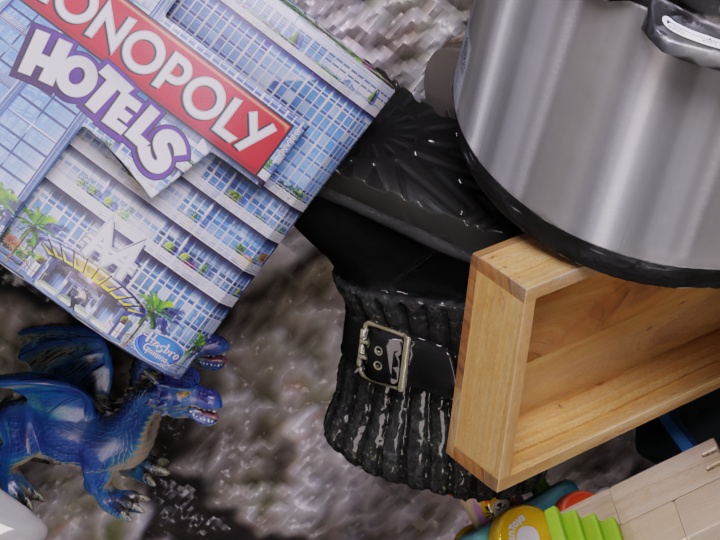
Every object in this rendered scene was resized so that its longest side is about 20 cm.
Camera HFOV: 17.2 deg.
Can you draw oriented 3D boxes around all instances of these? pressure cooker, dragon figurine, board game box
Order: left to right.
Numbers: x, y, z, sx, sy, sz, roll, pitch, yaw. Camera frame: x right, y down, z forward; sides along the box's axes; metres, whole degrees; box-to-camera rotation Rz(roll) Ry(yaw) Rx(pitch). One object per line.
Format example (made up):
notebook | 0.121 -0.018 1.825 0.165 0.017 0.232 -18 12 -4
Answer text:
dragon figurine | -0.149 0.063 1.155 0.199 0.059 0.100 6 121 20
board game box | -0.091 -0.090 0.937 0.200 0.062 0.200 36 95 -10
pressure cooker | 0.132 -0.114 0.910 0.178 0.176 0.200 -17 139 -29

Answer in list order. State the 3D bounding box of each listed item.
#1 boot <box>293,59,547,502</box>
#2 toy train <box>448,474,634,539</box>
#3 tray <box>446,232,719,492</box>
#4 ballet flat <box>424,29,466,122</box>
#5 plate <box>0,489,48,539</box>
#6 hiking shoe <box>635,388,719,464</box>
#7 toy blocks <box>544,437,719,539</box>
boot | -0.001 0.001 1.053 0.211 0.079 0.158 30 135 27
toy train | 0.032 0.134 1.135 0.200 0.150 0.056 -31 86 18
tray | 0.125 0.012 1.003 0.037 0.200 0.099 35 133 38
ballet flat | 0.062 -0.022 1.074 0.067 0.046 0.201 19 130 34
plate | -0.278 0.119 1.198 0.199 0.032 0.200 36 140 -10
hiking shoe | 0.200 0.127 1.125 0.086 0.074 0.200 -18 106 31
toy blocks | 0.181 0.141 1.036 0.136 0.100 0.200 -26 124 10
